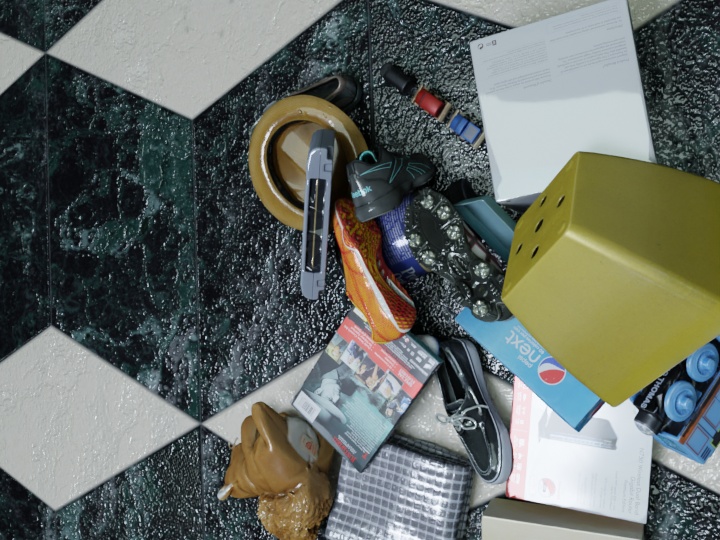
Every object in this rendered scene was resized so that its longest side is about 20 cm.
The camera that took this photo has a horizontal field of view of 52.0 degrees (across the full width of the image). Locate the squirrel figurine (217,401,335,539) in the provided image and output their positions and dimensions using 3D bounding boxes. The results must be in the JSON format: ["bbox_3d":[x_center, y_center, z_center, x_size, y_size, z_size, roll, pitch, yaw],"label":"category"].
[{"bbox_3d":[-0.128,0.310,1.084,0.186,0.140,0.202,-37,64,33],"label":"squirrel figurine"}]

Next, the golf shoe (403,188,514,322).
[{"bbox_3d":[0.124,-0.013,0.918,0.077,0.088,0.201,-42,62,17],"label":"golf shoe"}]

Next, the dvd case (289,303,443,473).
[{"bbox_3d":[0.004,0.154,1.008,0.146,0.022,0.201,39,108,19],"label":"dvd case"}]

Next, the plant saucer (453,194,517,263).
[{"bbox_3d":[0.202,-0.025,0.941,0.200,0.070,0.019,41,71,-19],"label":"plant saucer"}]

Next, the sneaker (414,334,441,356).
[{"bbox_3d":[0.026,0.130,1.035,0.198,0.072,0.073,-19,61,39],"label":"sneaker"}]

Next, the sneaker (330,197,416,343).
[{"bbox_3d":[0.000,0.000,0.958,0.077,0.072,0.203,-36,69,41],"label":"sneaker"}]

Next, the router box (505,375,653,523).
[{"bbox_3d":[0.286,0.203,0.957,0.177,0.049,0.204,4,90,24],"label":"router box"}]

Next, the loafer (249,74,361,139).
[{"bbox_3d":[-0.095,-0.249,1.126,0.198,0.063,0.073,-23,80,22],"label":"loafer"}]

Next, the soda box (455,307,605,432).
[{"bbox_3d":[0.215,0.106,0.926,0.068,0.064,0.200,-48,62,2],"label":"soda box"}]

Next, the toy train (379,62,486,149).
[{"bbox_3d":[0.104,-0.236,1.048,0.199,0.046,0.034,40,104,19],"label":"toy train"}]

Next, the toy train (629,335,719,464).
[{"bbox_3d":[0.399,0.120,0.870,0.114,0.086,0.201,40,81,-23],"label":"toy train"}]

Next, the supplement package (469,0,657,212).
[{"bbox_3d":[0.257,-0.196,0.924,0.188,0.147,0.204,-11,85,23],"label":"supplement package"}]

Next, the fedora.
[{"bbox_3d":[-0.067,-0.158,1.092,0.197,0.082,0.204,4,105,16],"label":"fedora"}]

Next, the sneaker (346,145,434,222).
[{"bbox_3d":[0.042,-0.135,0.990,0.075,0.200,0.080,-21,102,31],"label":"sneaker"}]

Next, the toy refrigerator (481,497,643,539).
[{"bbox_3d":[0.261,0.354,0.957,0.197,0.070,0.077,0,96,24],"label":"toy refrigerator"}]

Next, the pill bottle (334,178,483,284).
[{"bbox_3d":[0.071,-0.047,1.023,0.198,0.112,0.113,-24,80,22],"label":"pill bottle"}]

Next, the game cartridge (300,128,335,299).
[{"bbox_3d":[-0.057,-0.080,0.990,0.040,0.134,0.203,5,111,1],"label":"game cartridge"}]

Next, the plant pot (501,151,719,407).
[{"bbox_3d":[0.269,-0.010,0.813,0.175,0.201,0.201,28,138,-5],"label":"plant pot"}]

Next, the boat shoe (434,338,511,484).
[{"bbox_3d":[0.142,0.188,0.989,0.073,0.067,0.203,-29,67,46],"label":"boat shoe"}]

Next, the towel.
[{"bbox_3d":[0.052,0.323,1.039,0.197,0.085,0.169,11,92,24],"label":"towel"}]
